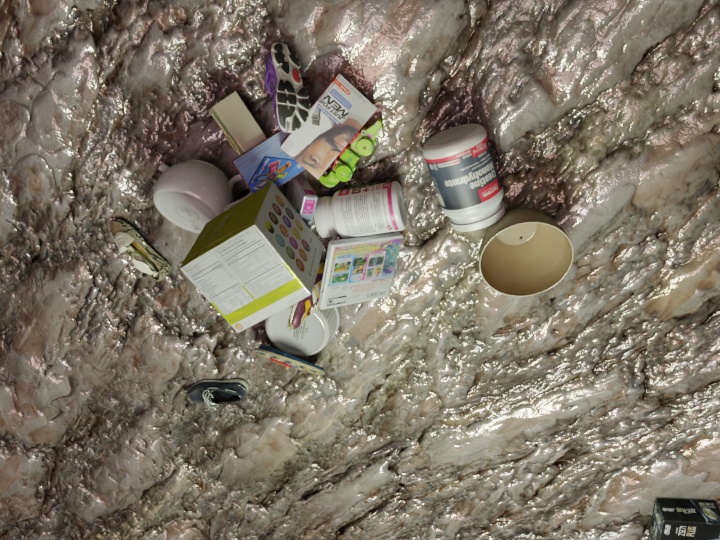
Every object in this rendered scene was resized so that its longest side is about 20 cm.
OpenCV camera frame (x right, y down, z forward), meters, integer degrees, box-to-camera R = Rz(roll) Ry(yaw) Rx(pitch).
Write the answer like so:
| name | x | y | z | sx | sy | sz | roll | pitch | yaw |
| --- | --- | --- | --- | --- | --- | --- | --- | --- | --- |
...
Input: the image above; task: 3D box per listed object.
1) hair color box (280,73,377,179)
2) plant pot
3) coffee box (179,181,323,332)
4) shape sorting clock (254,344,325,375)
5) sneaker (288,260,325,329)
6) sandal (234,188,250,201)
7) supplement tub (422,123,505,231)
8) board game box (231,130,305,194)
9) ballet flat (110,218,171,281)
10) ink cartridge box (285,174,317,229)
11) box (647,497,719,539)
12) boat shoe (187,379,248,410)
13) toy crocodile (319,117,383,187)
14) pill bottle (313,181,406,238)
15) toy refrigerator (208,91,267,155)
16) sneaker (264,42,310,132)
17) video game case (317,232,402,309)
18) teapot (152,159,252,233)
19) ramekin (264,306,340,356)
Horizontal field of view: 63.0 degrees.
| name | x | y | z | sx | sy | sz | roll | pitch | yaw |
| --- | --- | --- | --- | --- | --- | --- | --- | --- | --- |
| hair color box | -0.070 | -0.312 | 1.272 | 0.111 | 0.064 | 0.200 | 38 | 102 | -16 |
| plant pot | 0.358 | -0.061 | 1.315 | 0.199 | 0.135 | 0.201 | 1 | 129 | 1 |
| coffee box | -0.226 | -0.031 | 1.263 | 0.200 | 0.200 | 0.198 | -27 | 117 | 20 |
| shape sorting clock | -0.190 | 0.247 | 1.574 | 0.199 | 0.200 | 0.039 | 21 | 80 | -2 |
| sneaker | -0.106 | 0.067 | 1.446 | 0.090 | 0.200 | 0.075 | 26 | 153 | -1 |
| sandal | -0.283 | -0.141 | 1.434 | 0.200 | 0.082 | 0.055 | -24 | 150 | 33 |
| supplement tub | 0.227 | -0.200 | 1.269 | 0.140 | 0.140 | 0.201 | -16 | 114 | 18 |
| board game box | -0.177 | -0.254 | 1.316 | 0.200 | 0.019 | 0.103 | -36 | 108 | -14 |
| ballet flat | -0.583 | -0.049 | 1.534 | 0.068 | 0.075 | 0.200 | -35 | 107 | 26 |
| ink cartridge box | -0.155 | -0.115 | 1.397 | 0.042 | 0.119 | 0.201 | 3 | 122 | -26 |
| box | 0.932 | 0.759 | 1.690 | 0.163 | 0.086 | 0.201 | 0 | 118 | 11 |
| boat shoe | -0.429 | 0.369 | 1.739 | 0.199 | 0.062 | 0.075 | -5 | 119 | 13 |
| toy crocodile | -0.018 | -0.264 | 1.321 | 0.062 | 0.068 | 0.200 | 38 | 118 | -11 |
| pill bottle | 0.000 | -0.136 | 1.360 | 0.199 | 0.113 | 0.114 | -8 | 116 | 14 |
| toy refrigerator | -0.257 | -0.294 | 1.329 | 0.070 | 0.076 | 0.200 | -39 | 111 | -13 |
| sneaker | -0.161 | -0.378 | 1.245 | 0.080 | 0.201 | 0.083 | 3 | 161 | -34 |
| video game case | 0.000 | 0.000 | 1.415 | 0.199 | 0.024 | 0.183 | -9 | 127 | -31 |
| teapot | -0.376 | -0.190 | 1.385 | 0.200 | 0.146 | 0.197 | 33 | 147 | -24 |
| ramekin | -0.159 | 0.134 | 1.545 | 0.201 | 0.094 | 0.203 | 4 | 118 | 8 |
